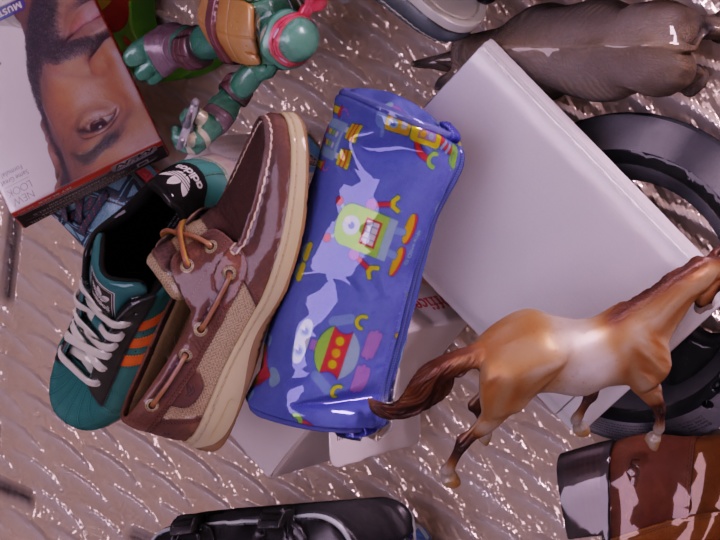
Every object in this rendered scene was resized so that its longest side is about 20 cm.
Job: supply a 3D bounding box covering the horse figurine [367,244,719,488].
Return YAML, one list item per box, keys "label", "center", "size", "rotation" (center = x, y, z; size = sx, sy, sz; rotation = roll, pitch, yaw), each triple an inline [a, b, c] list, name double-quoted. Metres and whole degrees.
- label: "horse figurine"
  center: [0.108, 0.057, 1.176]
  size: [0.133, 0.199, 0.050]
  rotation: [102, 155, -45]

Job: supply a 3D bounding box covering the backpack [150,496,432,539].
- label: "backpack"
  center: [-0.035, 0.247, 1.349]
  size: [0.177, 0.150, 0.202]
  rotation: [-9, 83, 33]

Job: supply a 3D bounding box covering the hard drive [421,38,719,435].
- label: "hard drive"
  center: [0.101, -0.017, 1.243]
  size: [0.200, 0.027, 0.132]
  rotation: [46, 119, 3]

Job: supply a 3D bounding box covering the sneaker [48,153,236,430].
- label: "sneaker"
  center: [-0.144, 0.015, 1.280]
  size: [0.071, 0.080, 0.201]
  rotation: [40, 113, 21]

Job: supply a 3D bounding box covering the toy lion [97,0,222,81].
- label: "toy lion"
  center: [-0.157, -0.209, 1.430]
  size: [0.192, 0.068, 0.201]
  rotation: [-40, 75, 34]

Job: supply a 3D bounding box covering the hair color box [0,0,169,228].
- label: "hair color box"
  center: [-0.216, -0.144, 1.389]
  size: [0.110, 0.064, 0.201]
  rotation: [-26, 84, -3]

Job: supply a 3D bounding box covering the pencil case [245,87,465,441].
- label: "pencil case"
  center: [0.000, 0.000, 1.205]
  size: [0.086, 0.078, 0.201]
  rotation: [17, 96, 11]

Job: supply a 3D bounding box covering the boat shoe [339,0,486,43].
- label: "boat shoe"
  center: [-0.001, -0.195, 1.278]
  size: [0.200, 0.073, 0.062]
  rotation: [47, 132, 24]

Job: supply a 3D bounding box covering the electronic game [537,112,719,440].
- label: "electronic game"
  center: [0.163, 0.006, 1.269]
  size: [0.199, 0.042, 0.202]
  rotation: [7, 106, 26]

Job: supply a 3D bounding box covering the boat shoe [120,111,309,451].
- label: "boat shoe"
  center: [-0.085, 0.002, 1.202]
  size: [0.072, 0.072, 0.201]
  rotation: [-128, 55, -65]

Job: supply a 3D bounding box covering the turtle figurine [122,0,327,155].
- label: "turtle figurine"
  center: [-0.083, -0.145, 1.274]
  size: [0.200, 0.100, 0.151]
  rotation: [24, 114, 56]

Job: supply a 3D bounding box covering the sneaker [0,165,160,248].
- label: "sneaker"
  center: [-0.211, -0.059, 1.452]
  size: [0.200, 0.095, 0.080]
  rotation: [40, 118, 22]

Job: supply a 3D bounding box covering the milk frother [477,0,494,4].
- label: "milk frother"
  center: [0.117, -0.266, 1.164]
  size: [0.187, 0.200, 0.182]
  rotation: [-16, 77, 18]

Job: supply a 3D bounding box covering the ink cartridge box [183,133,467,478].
- label: "ink cartridge box"
  center: [-0.038, 0.026, 1.341]
  size: [0.200, 0.128, 0.125]
  rotation: [46, 115, 17]

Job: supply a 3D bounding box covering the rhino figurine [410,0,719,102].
- label: "rhino figurine"
  center: [0.117, -0.128, 1.256]
  size: [0.199, 0.087, 0.060]
  rotation: [1, 95, 30]

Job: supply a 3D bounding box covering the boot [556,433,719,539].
- label: "boot"
  center: [0.230, 0.177, 1.253]
  size: [0.199, 0.068, 0.190]
  rotation: [-10, 89, 19]
